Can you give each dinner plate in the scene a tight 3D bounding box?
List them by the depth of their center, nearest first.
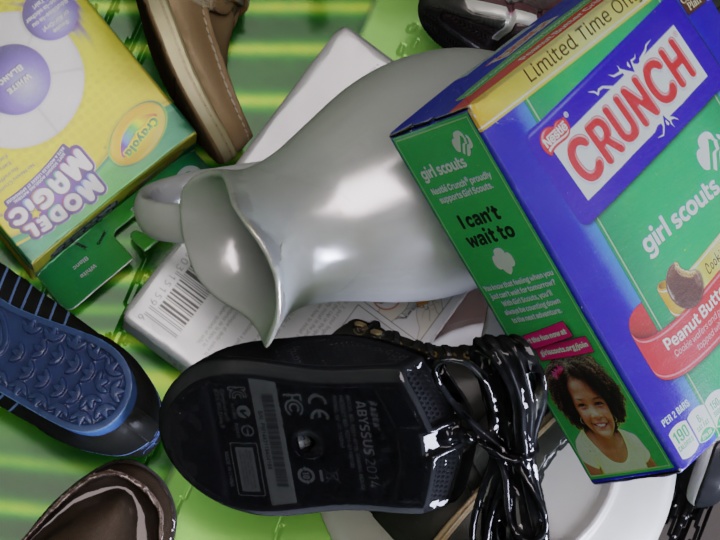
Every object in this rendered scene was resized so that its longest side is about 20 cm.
[{"bbox_3d":[0.072,0.094,1.394,0.199,0.024,0.202,1,79,-5],"label":"dinner plate"}]

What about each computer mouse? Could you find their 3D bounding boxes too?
[{"bbox_3d":[0.001,0.078,1.278,0.199,0.053,0.139,5,118,18],"label":"computer mouse"}]

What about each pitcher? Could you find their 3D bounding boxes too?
[{"bbox_3d":[-0.002,-0.044,1.325,0.199,0.171,0.122,-22,117,-26],"label":"pitcher"}]

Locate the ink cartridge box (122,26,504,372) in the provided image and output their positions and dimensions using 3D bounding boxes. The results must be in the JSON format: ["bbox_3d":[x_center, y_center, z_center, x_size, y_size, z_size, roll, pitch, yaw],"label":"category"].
[{"bbox_3d":[0.000,0.000,1.394,0.173,0.044,0.200,37,79,2],"label":"ink cartridge box"}]

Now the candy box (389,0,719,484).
[{"bbox_3d":[0.133,-0.028,1.256,0.169,0.077,0.201,-38,101,-34],"label":"candy box"}]

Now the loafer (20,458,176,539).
[{"bbox_3d":[-0.164,0.182,1.332,0.073,0.071,0.200,37,79,2],"label":"loafer"}]

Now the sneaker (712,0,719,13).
[{"bbox_3d":[0.194,-0.173,1.381,0.079,0.075,0.200,41,54,4],"label":"sneaker"}]

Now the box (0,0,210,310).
[{"bbox_3d":[-0.176,-0.089,1.394,0.117,0.048,0.200,-39,87,-10],"label":"box"}]

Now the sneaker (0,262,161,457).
[{"bbox_3d":[-0.186,0.038,1.364,0.199,0.078,0.070,33,81,23],"label":"sneaker"}]

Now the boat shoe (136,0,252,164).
[{"bbox_3d":[-0.090,-0.156,1.401,0.064,0.071,0.201,-19,81,-7],"label":"boat shoe"}]

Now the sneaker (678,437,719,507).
[{"bbox_3d":[0.160,0.028,1.399,0.082,0.072,0.201,-3,74,8],"label":"sneaker"}]

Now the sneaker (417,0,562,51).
[{"bbox_3d":[0.132,-0.155,1.426,0.199,0.076,0.116,15,73,-13],"label":"sneaker"}]

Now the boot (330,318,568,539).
[{"bbox_3d":[0.056,0.041,1.331,0.138,0.077,0.200,37,81,8],"label":"boot"}]
